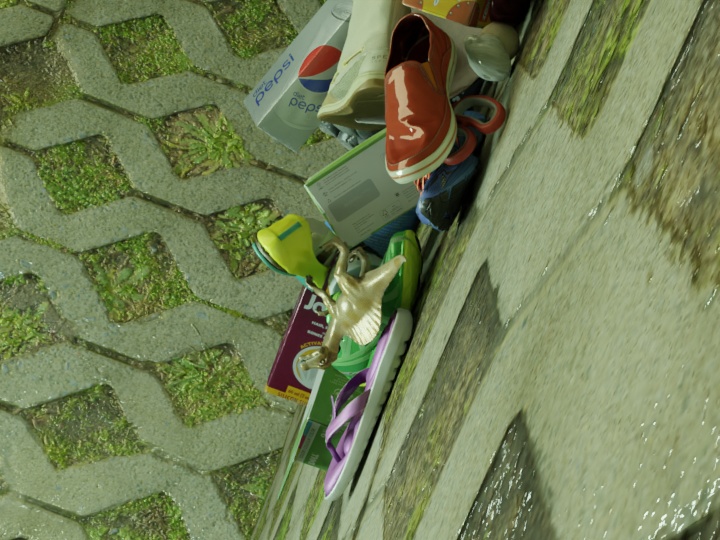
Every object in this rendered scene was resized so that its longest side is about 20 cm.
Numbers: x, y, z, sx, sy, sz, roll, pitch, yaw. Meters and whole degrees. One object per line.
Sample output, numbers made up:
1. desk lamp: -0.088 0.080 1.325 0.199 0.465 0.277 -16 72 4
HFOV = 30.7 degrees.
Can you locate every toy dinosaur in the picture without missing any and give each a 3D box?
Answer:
1. toy dinosaur: -0.001 0.019 1.283 0.200 0.058 0.101 -51 52 39

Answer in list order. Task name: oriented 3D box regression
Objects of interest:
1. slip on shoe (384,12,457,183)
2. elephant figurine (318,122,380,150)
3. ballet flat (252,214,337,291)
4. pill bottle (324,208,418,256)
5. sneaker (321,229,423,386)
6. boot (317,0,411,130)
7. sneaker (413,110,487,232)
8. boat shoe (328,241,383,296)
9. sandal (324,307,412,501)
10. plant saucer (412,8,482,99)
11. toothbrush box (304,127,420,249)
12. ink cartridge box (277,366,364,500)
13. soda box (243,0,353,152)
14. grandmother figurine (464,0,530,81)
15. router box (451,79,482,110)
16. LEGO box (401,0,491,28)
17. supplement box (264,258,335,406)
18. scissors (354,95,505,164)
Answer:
1. slip on shoe: 0.048 -0.157 1.191 0.074 0.061 0.200 -20 43 30
2. elephant figurine: 0.025 -0.250 1.592 0.155 0.141 0.200 26 78 47
3. ballet flat: -0.056 -0.022 1.363 0.067 0.067 0.200 -44 -11 2
4. pill bottle: 0.023 -0.086 1.699 0.112 0.112 0.200 -75 7 -65
5. sneaker: 0.008 0.040 1.351 0.074 0.083 0.200 -72 5 -53
6. boot: 0.009 -0.237 1.392 0.200 0.072 0.155 156 121 -73
7. sneaker: 0.069 -0.101 1.250 0.200 0.078 0.075 -74 5 -62
8. boat shoe: 0.000 0.000 1.459 0.200 0.070 0.066 44 -157 -72
9. sandal: -0.004 0.126 1.290 0.082 0.050 0.203 -110 42 -86
10. plant saucer: 0.088 -0.272 1.469 0.034 0.200 0.200 21 -91 -51
11. toothbrush box: 0.022 -0.102 1.432 0.146 0.086 0.200 -33 4 3
12. ink cartridge box: -0.030 0.159 1.471 0.104 0.059 0.200 114 176 -54
13. soda box: -0.041 -0.235 1.480 0.200 0.063 0.068 -48 36 14
14. grandmother figurine: 0.150 -0.277 1.246 0.121 0.061 0.200 7 -78 -65
15. router box: 0.114 -0.232 1.582 0.149 0.051 0.200 -78 9 -62
16. LEGO box: 0.128 -0.348 1.314 0.149 0.077 0.200 -19 -52 -66
17. supplement box: -0.036 0.075 1.667 0.086 0.110 0.200 -76 7 -61
18. scissors: 0.064 -0.144 1.228 0.073 0.014 0.200 -52 33 -4
